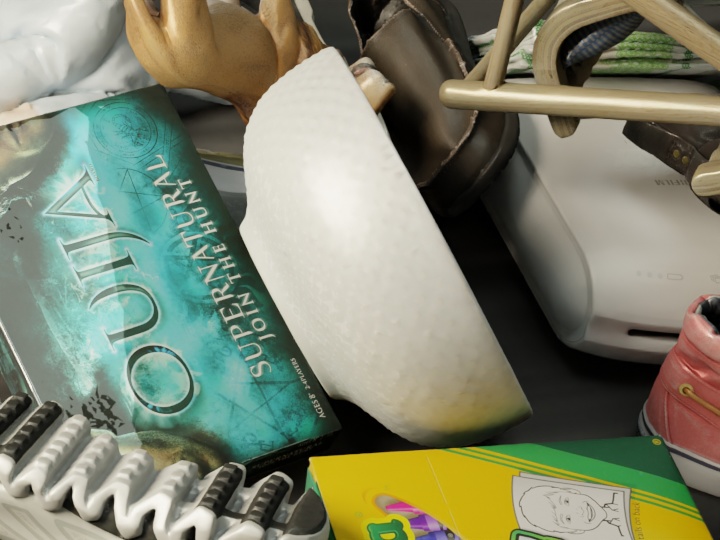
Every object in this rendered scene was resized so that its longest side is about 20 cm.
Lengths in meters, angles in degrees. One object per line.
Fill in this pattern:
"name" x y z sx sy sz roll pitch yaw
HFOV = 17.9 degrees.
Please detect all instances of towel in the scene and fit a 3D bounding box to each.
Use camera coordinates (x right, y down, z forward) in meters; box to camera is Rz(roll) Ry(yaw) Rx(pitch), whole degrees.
"towel" 0.154 -0.126 1.340 0.199 0.031 0.149 -1 0 -21

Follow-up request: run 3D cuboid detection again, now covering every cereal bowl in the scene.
"cereal bowl" 0.000 0.000 1.079 0.083 0.201 0.201 -29 45 0

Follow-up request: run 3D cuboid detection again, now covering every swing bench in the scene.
"swing bench" 0.173 -0.142 1.160 0.199 0.130 0.199 21 34 13

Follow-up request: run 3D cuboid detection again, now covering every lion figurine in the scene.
"lion figurine" -0.070 -0.114 1.143 0.199 0.072 0.123 7 63 -48

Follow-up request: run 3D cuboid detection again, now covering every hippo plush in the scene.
"hippo plush" -0.157 -0.140 1.204 0.199 0.162 0.160 14 36 -1

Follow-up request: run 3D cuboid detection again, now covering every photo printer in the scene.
"photo printer" 0.159 -0.026 1.246 0.165 0.070 0.201 -1 39 -21

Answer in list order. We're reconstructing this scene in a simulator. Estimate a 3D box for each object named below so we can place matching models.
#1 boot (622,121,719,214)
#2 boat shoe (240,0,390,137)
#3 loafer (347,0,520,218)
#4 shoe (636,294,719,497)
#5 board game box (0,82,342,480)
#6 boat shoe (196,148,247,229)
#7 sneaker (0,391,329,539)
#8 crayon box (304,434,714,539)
"boot" 0.252 -0.035 1.181 0.199 0.070 0.174 11 24 -31
"boat shoe" -0.035 -0.098 1.282 0.057 0.067 0.200 -16 42 -13
"loafer" 0.027 -0.101 1.260 0.071 0.073 0.200 31 20 -30
"shoe" 0.241 0.078 1.120 0.199 0.091 0.072 17 36 3
"board game box" -0.111 0.014 1.065 0.135 0.028 0.201 -18 68 -30
"boat shoe" -0.094 -0.030 1.176 0.199 0.073 0.062 6 17 -23
"sneaker" -0.115 0.109 0.959 0.199 0.082 0.075 18 21 12
"crayon box" 0.079 0.161 0.975 0.171 0.059 0.201 -2 39 -18
